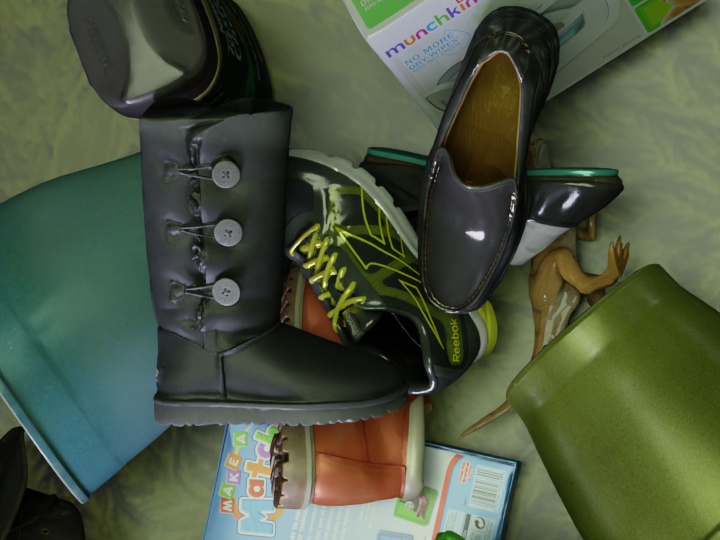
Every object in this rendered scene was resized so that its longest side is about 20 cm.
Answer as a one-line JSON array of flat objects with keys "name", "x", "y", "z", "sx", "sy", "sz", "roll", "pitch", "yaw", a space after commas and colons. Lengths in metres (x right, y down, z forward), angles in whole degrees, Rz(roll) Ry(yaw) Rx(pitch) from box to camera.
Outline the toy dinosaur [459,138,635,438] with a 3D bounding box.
[{"name": "toy dinosaur", "x": 0.132, "y": 0.016, "z": 1.742, "sx": 0.106, "sy": 0.060, "sz": 0.201, "roll": -1, "pitch": 80, "yaw": 32}]

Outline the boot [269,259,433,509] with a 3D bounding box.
[{"name": "boot", "x": -0.007, "y": 0.067, "z": 1.736, "sx": 0.106, "sy": 0.075, "sz": 0.201, "roll": 1, "pitch": 59, "yaw": -8}]

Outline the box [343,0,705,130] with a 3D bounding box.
[{"name": "box", "x": 0.098, "y": -0.196, "z": 1.681, "sx": 0.199, "sy": 0.176, "sz": 0.097, "roll": -31, "pitch": 60, "yaw": 7}]

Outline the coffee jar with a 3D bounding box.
[{"name": "coffee jar", "x": -0.123, "y": -0.144, "z": 1.716, "sx": 0.085, "sy": 0.200, "sz": 0.105, "roll": -23, "pitch": 83, "yaw": 9}]

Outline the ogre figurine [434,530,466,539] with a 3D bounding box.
[{"name": "ogre figurine", "x": 0.105, "y": 0.263, "z": 1.607, "sx": 0.119, "sy": 0.098, "sz": 0.201, "roll": 0, "pitch": 55, "yaw": -21}]

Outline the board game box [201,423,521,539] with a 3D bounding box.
[{"name": "board game box", "x": -0.005, "y": 0.180, "z": 1.760, "sx": 0.199, "sy": 0.037, "sz": 0.152, "roll": 12, "pitch": 90, "yaw": 10}]

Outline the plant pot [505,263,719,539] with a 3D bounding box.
[{"name": "plant pot", "x": 0.198, "y": 0.107, "z": 1.642, "sx": 0.200, "sy": 0.200, "sz": 0.193, "roll": -41, "pitch": 81, "yaw": 6}]

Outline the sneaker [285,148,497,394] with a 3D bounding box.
[{"name": "sneaker", "x": 0.000, "y": 0.000, "z": 1.695, "sx": 0.200, "sy": 0.085, "sz": 0.075, "roll": 38, "pitch": 130, "yaw": 1}]

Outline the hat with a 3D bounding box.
[{"name": "hat", "x": -0.227, "y": 0.207, "z": 1.746, "sx": 0.081, "sy": 0.201, "sz": 0.202, "roll": 20, "pitch": 91, "yaw": -16}]

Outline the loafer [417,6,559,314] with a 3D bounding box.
[{"name": "loafer", "x": 0.070, "y": -0.062, "z": 1.623, "sx": 0.072, "sy": 0.072, "sz": 0.201, "roll": 14, "pitch": 110, "yaw": 12}]

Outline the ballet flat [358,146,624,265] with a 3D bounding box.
[{"name": "ballet flat", "x": 0.084, "y": -0.040, "z": 1.713, "sx": 0.199, "sy": 0.068, "sz": 0.069, "roll": 7, "pitch": 95, "yaw": 38}]

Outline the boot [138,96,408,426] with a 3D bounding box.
[{"name": "boot", "x": -0.053, "y": -0.007, "z": 1.627, "sx": 0.164, "sy": 0.066, "sz": 0.201, "roll": -3, "pitch": 100, "yaw": -7}]

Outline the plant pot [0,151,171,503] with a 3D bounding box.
[{"name": "plant pot", "x": -0.165, "y": 0.017, "z": 1.729, "sx": 0.188, "sy": 0.200, "sz": 0.200, "roll": -36, "pitch": 81, "yaw": -6}]
